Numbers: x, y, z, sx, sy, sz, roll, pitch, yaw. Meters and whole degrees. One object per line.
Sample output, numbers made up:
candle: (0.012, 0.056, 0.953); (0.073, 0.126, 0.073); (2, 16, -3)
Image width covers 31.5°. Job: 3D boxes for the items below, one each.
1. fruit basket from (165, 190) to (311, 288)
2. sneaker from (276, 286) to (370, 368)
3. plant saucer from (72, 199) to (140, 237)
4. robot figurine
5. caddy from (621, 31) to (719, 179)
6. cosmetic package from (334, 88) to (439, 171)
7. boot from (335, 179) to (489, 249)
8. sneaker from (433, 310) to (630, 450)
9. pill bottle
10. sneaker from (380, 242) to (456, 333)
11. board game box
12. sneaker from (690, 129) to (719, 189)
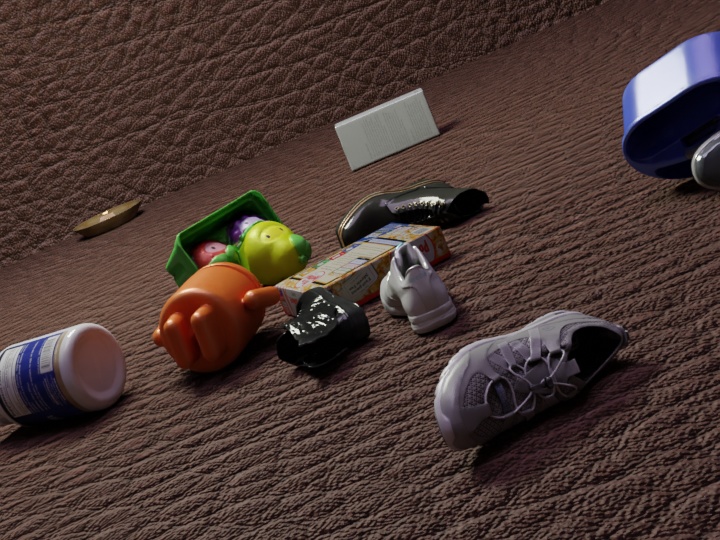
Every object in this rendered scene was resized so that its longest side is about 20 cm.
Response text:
fruit basket: (-0.171, -0.033, 1.959); (0.215, 0.156, 0.216); (-36, 0, 0)
sneaker: (-0.061, 0.070, 1.501); (0.104, 0.060, 0.200); (-24, 15, -23)
plant saucer: (-0.684, -0.136, 3.475); (0.199, 0.036, 0.200); (-22, 13, 5)
robot figurine: (-0.187, 0.058, 1.651); (0.144, 0.116, 0.200); (-56, 1, 22)
caddy: (0.396, -0.181, 1.490); (0.200, 0.141, 0.105); (-35, 43, 41)
cosmetic package: (0.056, -0.295, 2.672); (0.199, 0.102, 0.071); (-22, 12, 4)
boot: (0.074, -0.082, 1.858); (0.200, 0.078, 0.138); (-30, 19, -23)
sneaker: (0.142, 0.082, 1.059); (0.200, 0.075, 0.082); (-32, 14, -34)
pill bottle: (-0.420, 0.145, 1.706); (0.199, 0.116, 0.116); (-15, 15, 31)
sneaker: (0.058, 0.007, 1.481); (0.075, 0.089, 0.200); (-26, 13, -7)
board game box: (0.000, 0.000, 1.704); (0.199, 0.046, 0.151); (-28, 14, -19)
sneaker: (0.461, -0.135, 1.373); (0.199, 0.084, 0.121); (-21, 4, 7)
